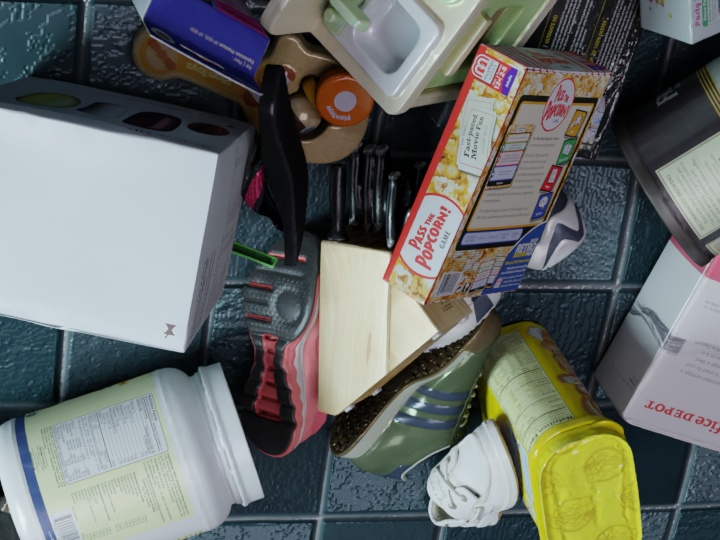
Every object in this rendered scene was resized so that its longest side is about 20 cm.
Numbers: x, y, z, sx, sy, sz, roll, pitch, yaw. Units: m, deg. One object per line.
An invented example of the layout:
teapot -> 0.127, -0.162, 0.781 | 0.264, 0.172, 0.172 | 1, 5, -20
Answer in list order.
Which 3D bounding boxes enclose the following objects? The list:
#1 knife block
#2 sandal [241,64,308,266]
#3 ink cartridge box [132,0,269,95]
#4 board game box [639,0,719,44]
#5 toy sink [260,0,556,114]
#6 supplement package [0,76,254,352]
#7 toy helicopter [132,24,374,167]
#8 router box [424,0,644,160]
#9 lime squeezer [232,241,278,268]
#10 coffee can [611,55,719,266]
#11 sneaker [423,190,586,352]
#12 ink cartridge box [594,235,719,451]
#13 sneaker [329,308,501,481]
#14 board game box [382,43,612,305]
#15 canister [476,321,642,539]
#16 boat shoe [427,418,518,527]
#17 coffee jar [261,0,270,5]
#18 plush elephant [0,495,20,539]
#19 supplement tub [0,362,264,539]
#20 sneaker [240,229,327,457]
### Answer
knife block -> 0.000, 0.000, 1.470 | 0.200, 0.064, 0.176 | -42, 80, 33
sandal -> -0.071, -0.082, 1.358 | 0.045, 0.075, 0.200 | -1, 140, 7
ink cartridge box -> -0.124, -0.195, 1.273 | 0.095, 0.200, 0.037 | 26, 108, -28
board game box -> 0.315, -0.284, 1.396 | 0.200, 0.064, 0.148 | -24, 123, -27
toy sink -> 0.047, -0.200, 1.301 | 0.200, 0.112, 0.130 | -15, 148, -53
supplement package -> -0.193, -0.049, 1.289 | 0.191, 0.200, 0.147 | 12, 101, 0
toy helicopter -> -0.091, -0.141, 1.400 | 0.200, 0.079, 0.132 | 20, 120, -13
router box -> 0.155, -0.201, 1.436 | 0.149, 0.051, 0.200 | 10, 114, -19
lime squeezer -> -0.162, -0.042, 1.424 | 0.200, 0.071, 0.038 | 28, 95, -2
coffee can -> 0.333, -0.116, 1.458 | 0.200, 0.146, 0.146 | -32, 122, 15
sneaker -> 0.082, -0.028, 1.498 | 0.199, 0.080, 0.130 | -34, 114, 12
ink cartridge box -> 0.328, 0.054, 1.606 | 0.146, 0.083, 0.200 | 18, 111, -24
sneaker -> 0.069, 0.114, 1.577 | 0.090, 0.067, 0.200 | 36, 109, -30
board game box -> 0.109, -0.075, 1.365 | 0.151, 0.046, 0.200 | -6, 123, -57
canister -> 0.170, 0.152, 1.546 | 0.086, 0.200, 0.149 | -16, 121, -7
boat shoe -> 0.095, 0.195, 1.578 | 0.069, 0.071, 0.200 | -14, 155, -10
coffee jar -> -0.015, -0.289, 1.320 | 0.200, 0.085, 0.104 | -44, 117, 11
plush elephant -> -0.360, 0.239, 1.478 | 0.164, 0.200, 0.155 | -1, 141, -1
supplement tub -> -0.195, 0.167, 1.482 | 0.200, 0.145, 0.145 | -18, 121, -6
sneaker -> -0.054, 0.058, 1.520 | 0.087, 0.074, 0.200 | -13, 115, -55
